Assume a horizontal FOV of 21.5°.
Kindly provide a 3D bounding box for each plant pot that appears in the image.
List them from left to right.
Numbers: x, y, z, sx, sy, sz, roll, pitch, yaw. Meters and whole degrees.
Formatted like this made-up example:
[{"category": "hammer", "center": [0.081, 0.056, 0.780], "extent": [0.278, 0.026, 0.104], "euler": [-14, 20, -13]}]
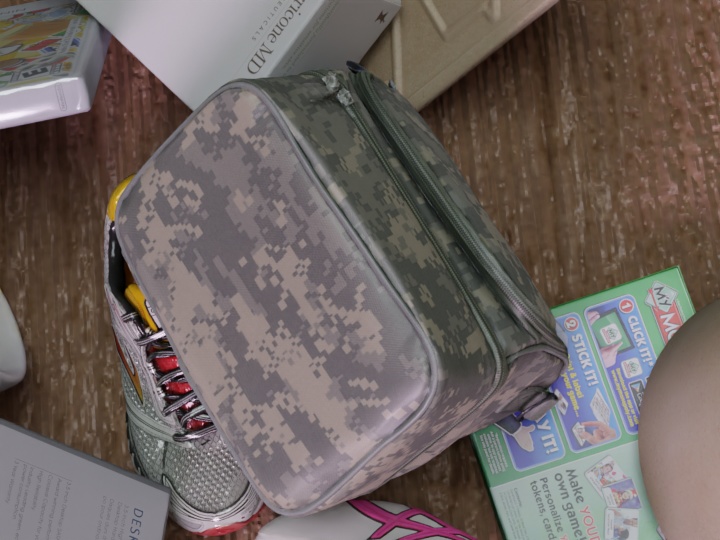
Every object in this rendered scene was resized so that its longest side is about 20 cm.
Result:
[{"category": "plant pot", "center": [0.248, 0.061, 0.881], "extent": [0.186, 0.200, 0.188], "euler": [3, 70, -9]}]

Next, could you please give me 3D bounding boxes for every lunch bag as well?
[{"category": "lunch bag", "center": [0.000, 0.000, 0.934], "extent": [0.139, 0.167, 0.200], "euler": [-43, 71, 31]}]

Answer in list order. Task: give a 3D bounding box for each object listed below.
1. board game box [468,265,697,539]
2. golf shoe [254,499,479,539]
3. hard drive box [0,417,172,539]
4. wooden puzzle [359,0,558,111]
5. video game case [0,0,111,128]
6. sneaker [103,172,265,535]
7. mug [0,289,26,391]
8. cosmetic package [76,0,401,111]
[{"category": "board game box", "center": [0.135, 0.112, 0.982], "extent": [0.134, 0.029, 0.201], "euler": [-17, 73, -2]}, {"category": "golf shoe", "center": [0.029, 0.155, 0.930], "extent": [0.199, 0.092, 0.073], "euler": [11, 85, 24]}, {"category": "hard drive box", "center": [-0.201, 0.148, 0.897], "extent": [0.200, 0.077, 0.156], "euler": [27, 54, -28]}, {"category": "wooden puzzle", "center": [0.013, -0.181, 1.035], "extent": [0.200, 0.046, 0.186], "euler": [-35, 77, 25]}, {"category": "video game case", "center": [-0.224, -0.102, 0.998], "extent": [0.181, 0.200, 0.023], "euler": [-11, 111, 1]}, {"category": "sneaker", "center": [-0.099, 0.042, 0.991], "extent": [0.078, 0.082, 0.201], "euler": [-17, 74, -1]}, {"category": "mug", "center": [-0.278, 0.028, 0.999], "extent": [0.153, 0.187, 0.150], "euler": [-32, 106, 3]}, {"category": "cosmetic package", "center": [-0.090, -0.167, 1.017], "extent": [0.200, 0.085, 0.108], "euler": [43, 105, 21]}]
